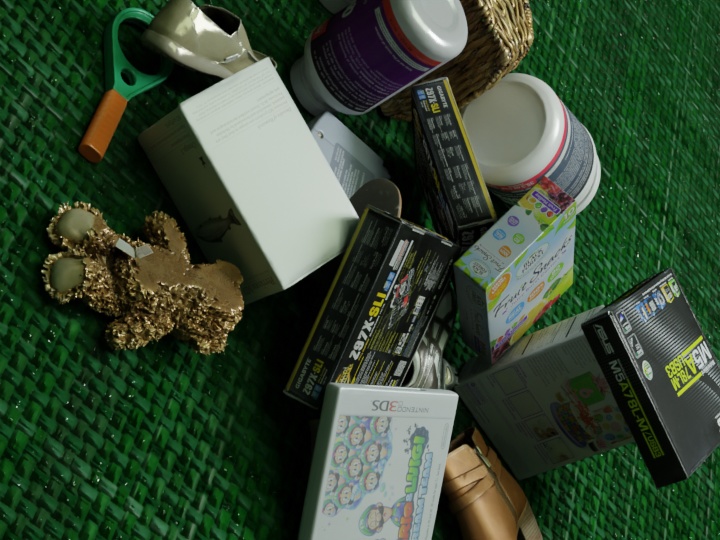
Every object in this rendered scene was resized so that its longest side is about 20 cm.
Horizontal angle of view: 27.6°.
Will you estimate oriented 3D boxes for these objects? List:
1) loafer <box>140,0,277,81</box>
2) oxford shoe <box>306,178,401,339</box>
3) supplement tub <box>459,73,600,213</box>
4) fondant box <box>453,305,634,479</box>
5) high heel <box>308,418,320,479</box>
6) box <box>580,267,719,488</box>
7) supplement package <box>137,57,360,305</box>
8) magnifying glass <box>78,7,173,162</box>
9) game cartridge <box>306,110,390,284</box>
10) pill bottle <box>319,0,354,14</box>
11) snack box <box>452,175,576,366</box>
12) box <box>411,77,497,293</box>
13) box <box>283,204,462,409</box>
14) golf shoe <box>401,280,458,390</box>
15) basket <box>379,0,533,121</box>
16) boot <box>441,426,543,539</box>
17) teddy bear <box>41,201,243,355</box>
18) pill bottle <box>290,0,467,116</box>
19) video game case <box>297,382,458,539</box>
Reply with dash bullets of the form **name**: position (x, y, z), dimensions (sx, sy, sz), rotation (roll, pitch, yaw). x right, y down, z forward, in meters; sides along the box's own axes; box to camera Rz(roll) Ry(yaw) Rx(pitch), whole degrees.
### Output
- **loafer**: position (-0.142, -0.232, 1.507), dimensions (0.075, 0.069, 0.200), rotation (33, 11, 26)
- **oxford shoe**: position (0.000, 0.000, 1.531), dimensions (0.071, 0.071, 0.201), rotation (1, 111, -62)
- **supplement tub**: position (0.212, -0.148, 1.824), dimensions (0.200, 0.139, 0.141), rotation (31, 46, -59)
- **fondant box**: position (0.225, 0.141, 1.661), dimensions (0.145, 0.199, 0.058), rotation (55, 39, -13)
- **high heel**: position (0.024, 0.200, 1.506), dimensions (0.199, 0.067, 0.097), rotation (8, 72, -51)
- **box**: position (0.333, 0.113, 1.604), dimensions (0.200, 0.047, 0.194), rotation (-24, 86, -55)
- **supplement package**: position (-0.107, -0.084, 1.440), dimensions (0.117, 0.117, 0.201), rotation (-34, 97, -31)
- **magnifying glass**: position (-0.236, -0.183, 1.449), dimensions (0.080, 0.022, 0.201), rotation (42, 41, -27)
- **game cartridge**: position (-0.034, -0.074, 1.612), dimensions (0.133, 0.040, 0.201), rotation (43, 42, -31)
- **pill bottle**: position (0.036, -0.383, 1.729), dimensions (0.119, 0.199, 0.121), rotation (26, 51, -39)
- **snack box**: position (0.169, 0.005, 1.590), dimensions (0.053, 0.200, 0.142), rotation (39, 74, 23)
- **box**: position (0.105, -0.089, 1.664), dimensions (0.160, 0.049, 0.201), rotation (86, -10, -58)
- **box**: position (0.016, 0.046, 1.466), dimensions (0.159, 0.049, 0.201), rotation (17, 98, -61)
- **golf shoe**: position (0.055, 0.066, 1.604), dimensions (0.094, 0.077, 0.201), rotation (20, 54, -42)
- **basket**: position (0.111, -0.277, 1.757), dimensions (0.143, 0.199, 0.149), rotation (59, 36, -12)
- **boot**: position (0.120, 0.270, 1.574), dimensions (0.155, 0.073, 0.200), rotation (60, 26, -8)
- **teddy bear**: position (-0.205, 0.011, 1.351), dimensions (0.199, 0.067, 0.146), rotation (6, 56, -41)
- **pill bottle**: position (0.015, -0.246, 1.627), dimensions (0.112, 0.199, 0.113), rotation (27, 50, -37)
- **video game case**: position (0.016, 0.214, 1.446), dimensions (0.181, 0.024, 0.202), rotation (8, 94, -47)
